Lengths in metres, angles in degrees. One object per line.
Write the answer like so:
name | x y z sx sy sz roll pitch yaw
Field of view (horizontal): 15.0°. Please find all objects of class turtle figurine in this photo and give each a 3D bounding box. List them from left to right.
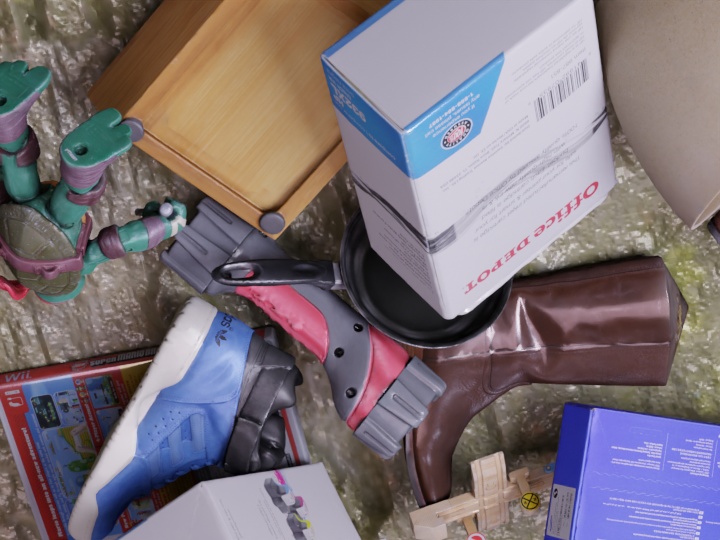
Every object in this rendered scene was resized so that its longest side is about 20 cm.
turtle figurine | -0.185 -0.038 1.707 0.149 0.101 0.200 16 149 7

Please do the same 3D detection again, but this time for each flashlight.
flashlight | -0.039 0.037 1.771 0.200 0.068 0.068 38 115 1

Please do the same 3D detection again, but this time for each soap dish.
soap dish | -0.052 -0.125 1.698 0.157 0.081 0.200 35 117 -18

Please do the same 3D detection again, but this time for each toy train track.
toy train track | 0.132 0.149 1.857 0.199 0.033 0.115 -19 151 -5

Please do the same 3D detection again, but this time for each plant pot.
plant pot | 0.218 -0.142 1.634 0.134 0.200 0.201 43 116 7

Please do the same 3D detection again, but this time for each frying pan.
frying pan | 0.010 0.014 1.750 0.189 0.115 0.031 -26 165 -21

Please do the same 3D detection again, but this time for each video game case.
video game case | -0.140 0.117 1.886 0.199 0.017 0.144 -10 121 7

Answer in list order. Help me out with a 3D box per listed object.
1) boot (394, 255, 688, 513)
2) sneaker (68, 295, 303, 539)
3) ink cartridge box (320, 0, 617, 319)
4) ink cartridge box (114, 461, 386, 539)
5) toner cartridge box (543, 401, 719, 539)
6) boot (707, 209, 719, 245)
boot | 0.125 0.079 1.835 0.199 0.064 0.187 -6 124 0
sneaker | -0.112 0.122 1.832 0.111 0.077 0.201 29 112 -5
ink cartridge box | 0.069 -0.087 1.640 0.145 0.084 0.200 -38 148 -15
ink cartridge box | -0.081 0.188 1.839 0.115 0.200 0.068 -33 75 24
toner cartridge box | 0.224 0.148 1.826 0.199 0.043 0.096 10 90 -23
boot | 0.330 -0.077 1.710 0.187 0.069 0.201 12 122 -18
